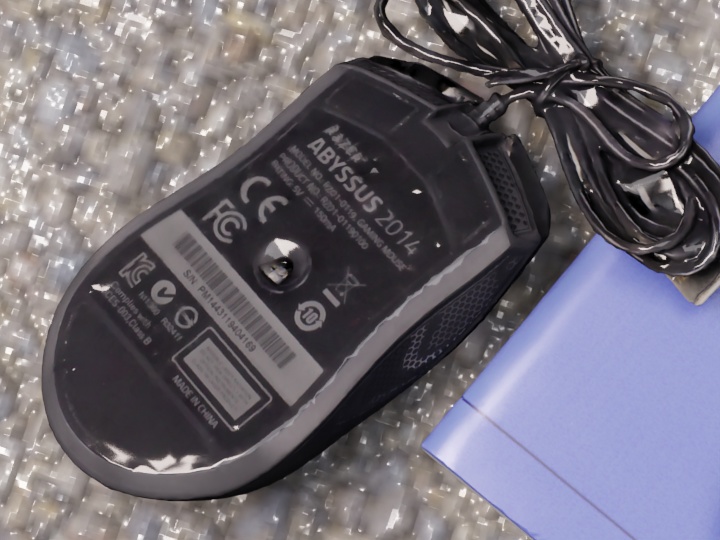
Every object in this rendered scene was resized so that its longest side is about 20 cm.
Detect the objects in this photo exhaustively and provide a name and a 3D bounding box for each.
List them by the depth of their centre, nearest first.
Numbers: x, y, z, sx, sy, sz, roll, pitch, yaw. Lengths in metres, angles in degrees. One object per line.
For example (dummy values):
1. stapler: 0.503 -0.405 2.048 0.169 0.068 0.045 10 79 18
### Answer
1. computer mouse: 0.000 0.000 0.785 0.200 0.053 0.139 -35 68 -5
2. hard drive: 0.132 0.017 0.792 0.132 0.025 0.200 39 87 7
